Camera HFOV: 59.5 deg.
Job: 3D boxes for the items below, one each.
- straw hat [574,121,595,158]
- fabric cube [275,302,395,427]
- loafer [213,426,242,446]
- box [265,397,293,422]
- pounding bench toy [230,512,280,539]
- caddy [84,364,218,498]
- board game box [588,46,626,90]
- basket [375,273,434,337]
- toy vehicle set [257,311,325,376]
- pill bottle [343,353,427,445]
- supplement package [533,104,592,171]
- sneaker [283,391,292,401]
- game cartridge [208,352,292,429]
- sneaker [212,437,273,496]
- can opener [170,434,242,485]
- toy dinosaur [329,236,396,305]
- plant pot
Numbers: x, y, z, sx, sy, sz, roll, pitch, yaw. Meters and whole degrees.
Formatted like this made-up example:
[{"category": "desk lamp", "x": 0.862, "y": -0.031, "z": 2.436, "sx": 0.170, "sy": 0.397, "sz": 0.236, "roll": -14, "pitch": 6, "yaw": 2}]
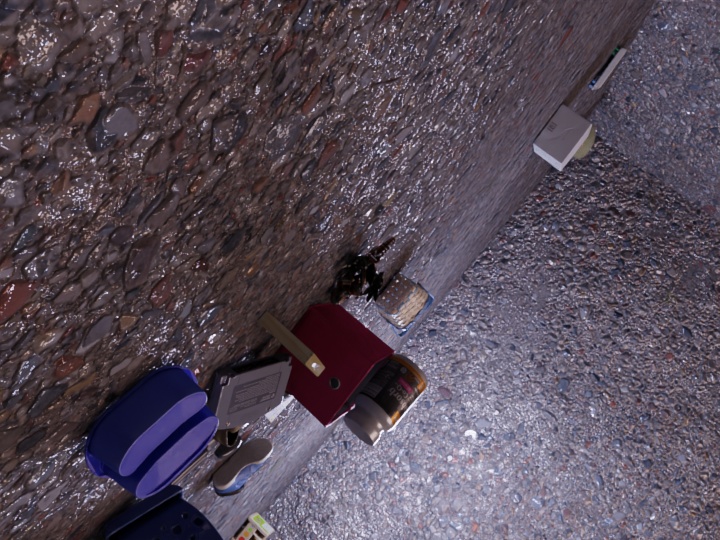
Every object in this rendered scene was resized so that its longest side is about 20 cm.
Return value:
[{"category": "straw hat", "x": 1.167, "y": -0.712, "z": 3.394, "sx": 0.084, "sy": 0.202, "sz": 0.202, "roll": 7, "pitch": 135, "yaw": -22}, {"category": "fabric cube", "x": -0.068, "y": 0.215, "z": 1.502, "sx": 0.197, "sy": 0.199, "sz": 0.200, "roll": -52, "pitch": 167, "yaw": 11}, {"category": "loafer", "x": -0.265, "y": 0.300, "z": 1.348, "sx": 0.076, "sy": 0.067, "sz": 0.201, "roll": -33, "pitch": 156, "yaw": -52}, {"category": "box", "x": -0.214, "y": 0.326, "z": 1.666, "sx": 0.137, "sy": 0.038, "sz": 0.200, "roll": -47, "pitch": 166, "yaw": -17}, {"category": "pounding bench toy", "x": -0.494, "y": 1.296, "z": 3.008, "sx": 0.156, "sy": 0.199, "sz": 0.124, "roll": -50, "pitch": 167, "yaw": -4}, {"category": "caddy", "x": -0.314, "y": 0.237, "z": 0.950, "sx": 0.200, "sy": 0.104, "sz": 0.142, "roll": -42, "pitch": 142, "yaw": -31}, {"category": "board game box", "x": 1.100, "y": -0.900, "z": 2.802, "sx": 0.200, "sy": 0.026, "sz": 0.201, "roll": -29, "pitch": 154, "yaw": -58}, {"category": "basket", "x": 0.148, "y": 0.110, "z": 2.035, "sx": 0.177, "sy": 0.139, "sz": 0.200, "roll": -49, "pitch": 136, "yaw": -7}, {"category": "toy vehicle set", "x": -0.134, "y": 0.152, "z": 1.268, "sx": 0.027, "sy": 0.124, "sz": 0.200, "roll": -48, "pitch": 167, "yaw": -10}, {"category": "pill bottle", "x": 0.058, "y": 0.303, "z": 1.476, "sx": 0.200, "sy": 0.116, "sz": 0.117, "roll": -46, "pitch": 166, "yaw": -24}, {"category": "supplement package", "x": 0.821, "y": -0.538, "z": 2.572, "sx": 0.192, "sy": 0.147, "sz": 0.200, "roll": -53, "pitch": 167, "yaw": 10}, {"category": "sneaker", "x": -0.230, "y": 0.292, "z": 1.478, "sx": 0.091, "sy": 0.076, "sz": 0.200, "roll": -45, "pitch": 158, "yaw": 7}, {"category": "game cartridge", "x": -0.225, "y": 0.246, "z": 1.271, "sx": 0.199, "sy": 0.040, "sz": 0.135, "roll": -7, "pitch": 116, "yaw": -54}, {"category": "sneaker", "x": -0.339, "y": 0.572, "z": 1.819, "sx": 0.199, "sy": 0.077, "sz": 0.112, "roll": -37, "pitch": 156, "yaw": -34}, {"category": "can opener", "x": -0.352, "y": 0.416, "z": 1.402, "sx": 0.199, "sy": 0.066, "sz": 0.053, "roll": -35, "pitch": 159, "yaw": -35}, {"category": "toy dinosaur", "x": 0.000, "y": 0.000, "z": 1.440, "sx": 0.136, "sy": 0.101, "sz": 0.202, "roll": -109, "pitch": -139, "yaw": -78}, {"category": "plant pot", "x": -0.417, "y": 0.576, "z": 1.299, "sx": 0.199, "sy": 0.180, "sz": 0.201, "roll": -26, "pitch": 155, "yaw": -37}]
